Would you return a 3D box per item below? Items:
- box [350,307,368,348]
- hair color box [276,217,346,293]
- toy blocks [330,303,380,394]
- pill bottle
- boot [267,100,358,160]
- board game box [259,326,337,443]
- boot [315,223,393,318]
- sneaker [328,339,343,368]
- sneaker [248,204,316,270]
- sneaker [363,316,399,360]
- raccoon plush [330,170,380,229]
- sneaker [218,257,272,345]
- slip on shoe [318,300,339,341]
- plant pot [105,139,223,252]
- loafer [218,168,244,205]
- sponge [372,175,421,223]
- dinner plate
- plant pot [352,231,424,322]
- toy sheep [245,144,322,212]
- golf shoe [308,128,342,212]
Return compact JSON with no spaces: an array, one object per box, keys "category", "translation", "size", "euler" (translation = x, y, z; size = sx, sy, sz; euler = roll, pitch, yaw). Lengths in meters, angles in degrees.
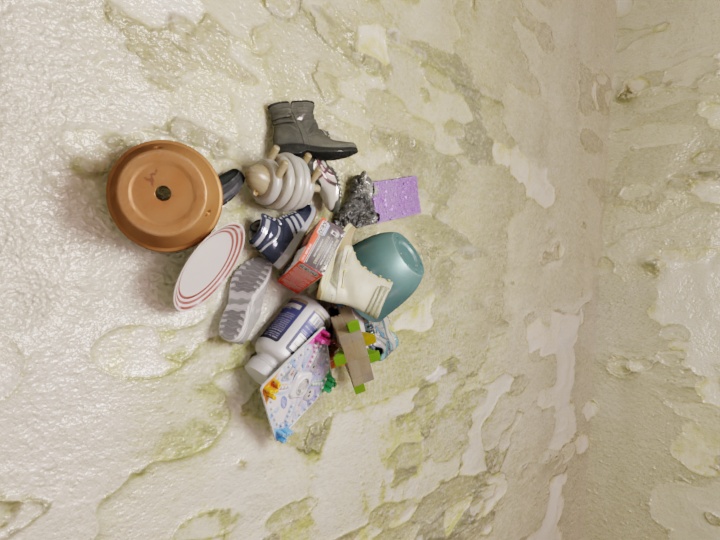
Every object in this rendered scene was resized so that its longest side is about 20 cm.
[{"category":"box","translation":[-0.009,0.176,1.293],"size":[0.041,0.039,0.201],"euler":[-28,111,-53]},{"category":"hair color box","translation":[-0.111,-0.027,1.143],"size":[0.064,0.200,0.111],"euler":[32,67,-13]},{"category":"toy blocks","translation":[-0.026,0.160,1.197],"size":[0.100,0.137,0.201],"euler":[-19,123,-8]},{"category":"pill bottle","translation":[-0.162,0.160,1.166],"size":[0.200,0.111,0.111],"euler":[-52,127,-30]},{"category":"boot","translation":[-0.103,-0.317,1.170],"size":[0.199,0.068,0.131],"euler":[-2,85,-16]},{"category":"board game box","translation":[-0.126,0.253,1.151],"size":[0.200,0.026,0.200],"euler":[-43,144,-36]},{"category":"boot","translation":[0.000,0.000,1.167],"size":[0.154,0.072,0.201],"euler":[20,59,-1]},{"category":"sneaker","translation":[-0.067,0.217,1.298],"size":[0.200,0.073,0.077],"euler":[-32,119,-39]},{"category":"sneaker","translation":[-0.174,-0.104,1.166],"size":[0.108,0.070,0.200],"euler":[38,46,-16]},{"category":"sneaker","translation":[0.036,0.164,1.400],"size":[0.086,0.077,0.200],"euler":[-50,126,-28]},{"category":"raccoon plush","translation":[-0.030,-0.169,1.304],"size":[0.200,0.097,0.135],"euler":[-21,100,-43]},{"category":"sneaker","translation":[-0.243,0.064,1.123],"size":[0.082,0.074,0.201],"euler":[80,28,-64]},{"category":"slip on shoe","translation":[-0.070,0.088,1.293],"size":[0.076,0.060,0.201],"euler":[39,65,-40]},{"category":"plant pot","translation":[-0.332,-0.126,0.895],"size":[0.199,0.140,0.201],"euler":[-2,96,-18]},{"category":"loafer","translation":[-0.309,-0.148,1.023],"size":[0.201,0.068,0.071],"euler":[-44,130,-31]},{"category":"sponge","translation":[0.096,-0.201,1.473],"size":[0.200,0.030,0.112],"euler":[-17,105,-44]},{"category":"dinner plate","translation":[-0.293,-0.010,1.008],"size":[0.200,0.024,0.200],"euler":[-57,171,-14]},{"category":"plant pot","translation":[0.057,0.001,1.286],"size":[0.201,0.161,0.201],"euler":[42,28,-29]},{"category":"toy sheep","translation":[-0.158,-0.188,1.120],"size":[0.200,0.138,0.139],"euler":[6,89,-44]},{"category":"golf shoe","translation":[-0.103,-0.229,1.240],"size":[0.088,0.077,0.201],"euler":[-18,97,-26]}]
